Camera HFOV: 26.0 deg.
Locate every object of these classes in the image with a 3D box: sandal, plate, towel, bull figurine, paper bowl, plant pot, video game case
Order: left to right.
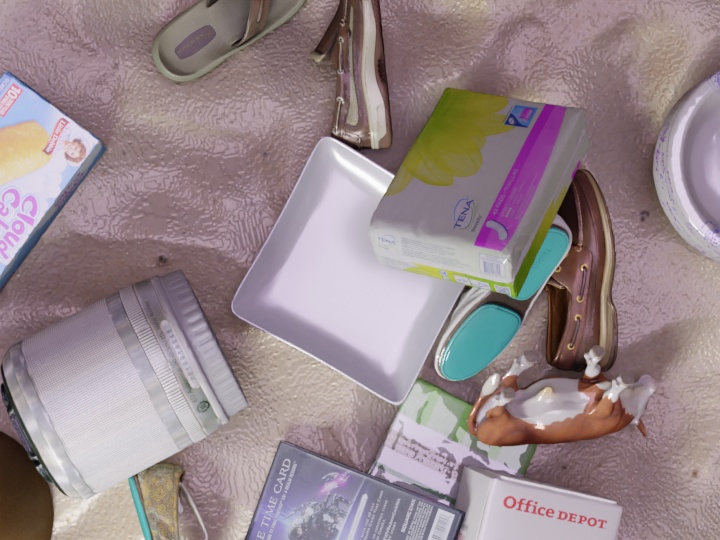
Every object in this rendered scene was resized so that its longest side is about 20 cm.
[{"bbox_3d":[-0.385,0.239,1.432,0.184,0.200,0.188,0,88,-5],"label":"plant pot"},{"bbox_3d":[-0.119,-0.260,1.540,0.201,0.057,0.080,-43,91,-5],"label":"sandal"},{"bbox_3d":[-0.013,0.266,1.510,0.199,0.019,0.144,19,86,20],"label":"video game case"},{"bbox_3d":[0.000,0.000,1.546,0.199,0.032,0.201,29,87,-7],"label":"plate"},{"bbox_3d":[0.073,0.226,1.553,0.148,0.031,0.201,27,84,-5],"label":"towel"},{"bbox_3d":[0.203,0.127,1.515,0.198,0.122,0.066,-10,54,-9],"label":"bull figurine"},{"bbox_3d":[0.389,-0.103,1.547,0.199,0.104,0.203,0,88,-3],"label":"paper bowl"}]

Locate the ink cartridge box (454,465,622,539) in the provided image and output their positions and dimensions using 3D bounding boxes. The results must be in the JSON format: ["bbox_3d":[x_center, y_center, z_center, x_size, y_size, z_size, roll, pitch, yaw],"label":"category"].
[{"bbox_3d":[0.155,0.302,1.508,0.145,0.083,0.202,14,88,-17],"label":"ink cartridge box"}]

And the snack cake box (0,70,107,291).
[{"bbox_3d":[-0.351,-0.076,1.512,0.115,0.067,0.201,36,86,-1],"label":"snack cake box"}]

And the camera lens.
[{"bbox_3d":[-0.225,0.108,1.467,0.199,0.160,0.161,-27,90,-5],"label":"camera lens"}]

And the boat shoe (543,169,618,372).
[{"bbox_3d":[0.210,0.001,1.542,0.067,0.072,0.202,-3,90,-15],"label":"boat shoe"}]

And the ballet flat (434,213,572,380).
[{"bbox_3d":[0.137,0.020,1.538,0.069,0.069,0.201,34,110,-2],"label":"ballet flat"}]

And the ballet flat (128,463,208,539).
[{"bbox_3d":[-0.174,0.279,1.494,0.070,0.071,0.202,-13,69,-4],"label":"ballet flat"}]

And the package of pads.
[{"bbox_3d":[0.111,-0.080,1.482,0.153,0.068,0.201,12,55,26],"label":"package of pads"}]

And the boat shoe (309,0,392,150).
[{"bbox_3d":[-0.014,-0.219,1.540,0.074,0.075,0.204,-6,88,2],"label":"boat shoe"}]
